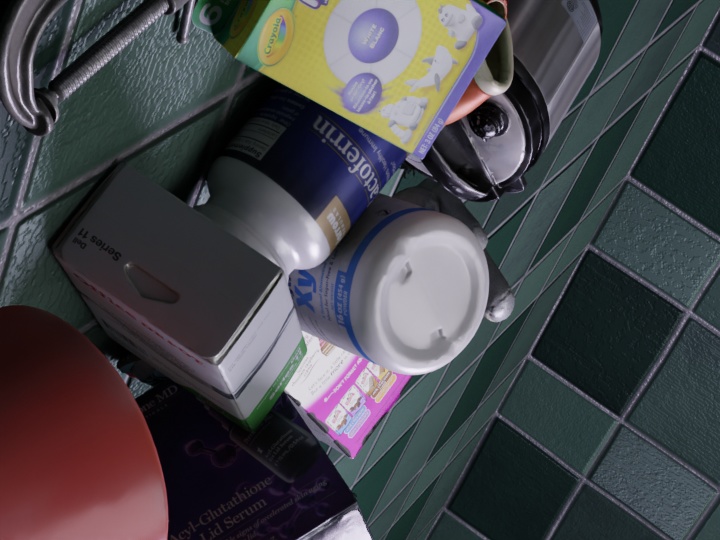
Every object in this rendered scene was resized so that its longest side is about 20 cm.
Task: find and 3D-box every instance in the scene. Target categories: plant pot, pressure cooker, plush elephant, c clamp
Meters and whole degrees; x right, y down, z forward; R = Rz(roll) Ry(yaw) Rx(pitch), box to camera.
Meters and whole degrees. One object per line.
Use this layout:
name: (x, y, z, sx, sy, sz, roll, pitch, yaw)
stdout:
plant pot: (-0.243, 0.142, 1.006, 0.177, 0.200, 0.202, -24, 149, -44)
pressure cooker: (0.095, -0.169, 1.437, 0.201, 0.175, 0.179, -58, 176, -33)
plush elephant: (0.035, -0.023, 1.691, 0.154, 0.201, 0.165, -32, 152, 0)
c clamp: (-0.144, -0.145, 0.986, 0.200, 0.027, 0.172, -46, 164, -39)

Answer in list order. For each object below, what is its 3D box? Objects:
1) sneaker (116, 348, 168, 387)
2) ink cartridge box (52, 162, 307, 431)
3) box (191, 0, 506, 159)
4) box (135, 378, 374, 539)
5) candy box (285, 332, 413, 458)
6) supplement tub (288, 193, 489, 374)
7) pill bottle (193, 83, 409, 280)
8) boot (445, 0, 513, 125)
sneaker: (-0.132, 0.075, 1.414, 0.080, 0.095, 0.200, -57, 167, 1)
ink cartridge box: (-0.122, 0.024, 1.211, 0.083, 0.146, 0.200, -54, 168, -13)
box: (-0.008, -0.169, 1.145, 0.199, 0.048, 0.118, 25, 103, -33)
box: (-0.096, 0.174, 1.314, 0.147, 0.200, 0.105, -32, 142, -9)
candy box: (-0.037, 0.058, 1.560, 0.137, 0.061, 0.200, -52, 128, -14)
supplement tub: (0.000, 0.000, 1.404, 0.131, 0.199, 0.134, -10, 107, -34)
pill bottle: (-0.047, -0.075, 1.314, 0.201, 0.115, 0.116, -52, 167, -17)
boot: (0.069, -0.207, 1.271, 0.074, 0.203, 0.107, 10, 159, -40)
